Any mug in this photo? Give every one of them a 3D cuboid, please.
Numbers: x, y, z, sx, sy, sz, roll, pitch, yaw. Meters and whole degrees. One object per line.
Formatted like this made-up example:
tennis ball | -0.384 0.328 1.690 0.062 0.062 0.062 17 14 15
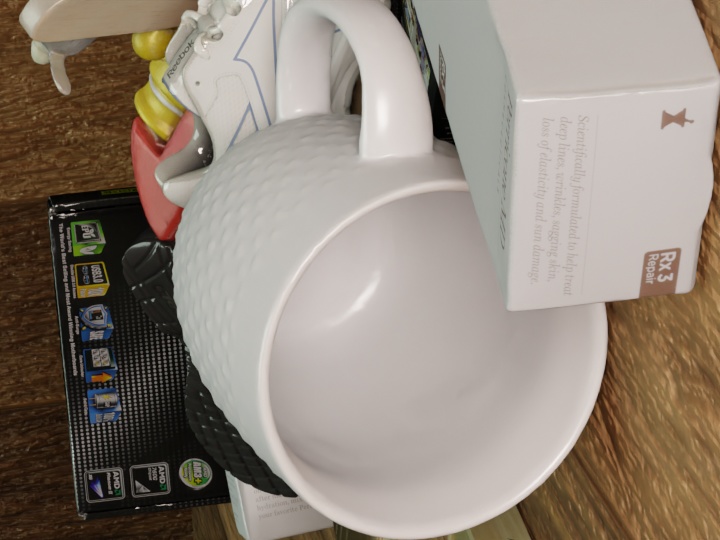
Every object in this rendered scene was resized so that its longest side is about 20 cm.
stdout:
mug | -0.002 -0.015 1.206 0.175 0.147 0.200 -140 45 -62

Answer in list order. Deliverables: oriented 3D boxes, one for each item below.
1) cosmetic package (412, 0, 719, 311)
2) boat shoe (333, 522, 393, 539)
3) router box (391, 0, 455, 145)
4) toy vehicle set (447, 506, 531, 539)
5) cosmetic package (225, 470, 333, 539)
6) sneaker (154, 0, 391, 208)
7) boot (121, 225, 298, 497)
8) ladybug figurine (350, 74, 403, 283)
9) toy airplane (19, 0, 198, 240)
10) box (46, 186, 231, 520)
cosmetic package | 0.065 -0.091 1.043 0.200 0.074 0.102 -102 9 -45
boat shoe | 0.018 0.097 1.555 0.200 0.066 0.074 -103 18 -59
router box | 0.037 -0.158 1.264 0.149 0.051 0.200 97 165 -66
toy vehicle set | 0.072 0.191 1.373 0.200 0.026 0.125 -112 18 -64
cosmetic package | -0.042 0.053 1.768 0.071 0.101 0.200 -170 69 -81
sneaker | -0.038 -0.102 1.289 0.075 0.087 0.200 -117 34 -60
boot | -0.044 0.014 1.558 0.132 0.070 0.200 -58 -36 -37
ladybug figurine | 0.028 -0.006 1.376 0.136 0.072 0.200 -118 23 -68
toy airplane | -0.064 -0.132 1.412 0.141 0.199 0.200 34 165 33
box | -0.089 0.044 1.831 0.048 0.193 0.201 -124 30 -78
